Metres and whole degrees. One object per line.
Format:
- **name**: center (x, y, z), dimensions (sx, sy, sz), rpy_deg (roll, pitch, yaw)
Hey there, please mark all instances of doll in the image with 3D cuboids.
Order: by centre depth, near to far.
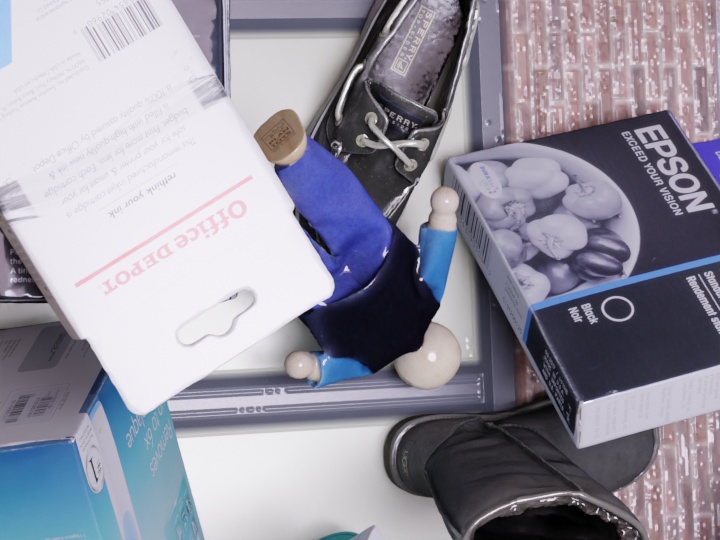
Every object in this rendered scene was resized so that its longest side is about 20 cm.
- **doll**: center (0.000, 0.000, 1.209), dimensions (0.136, 0.048, 0.200), rpy_deg (-44, 127, -6)

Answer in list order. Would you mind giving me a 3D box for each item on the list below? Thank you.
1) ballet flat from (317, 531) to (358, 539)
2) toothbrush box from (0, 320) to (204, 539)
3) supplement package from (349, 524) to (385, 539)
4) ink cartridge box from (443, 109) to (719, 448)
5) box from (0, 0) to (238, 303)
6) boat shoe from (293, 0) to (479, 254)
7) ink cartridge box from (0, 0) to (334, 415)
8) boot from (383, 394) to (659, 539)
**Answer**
- **ballet flat**: center (-0.062, 0.227, 1.225), dimensions (0.200, 0.067, 0.071), rpy_deg (-37, 123, -13)
- **toothbrush box**: center (-0.141, 0.143, 1.117), dimensions (0.085, 0.146, 0.201), rpy_deg (-7, 112, 12)
- **supplement package**: center (0.011, 0.260, 1.105), dimensions (0.111, 0.156, 0.200), rpy_deg (-36, 97, 18)
- **ink cartridge box**: center (0.174, -0.007, 1.239), dimensions (0.199, 0.043, 0.198), rpy_deg (-13, 49, -16)
- **box**: center (-0.141, -0.081, 1.129), dimensions (0.123, 0.200, 0.197), rpy_deg (1, 89, -15)
- **boat shoe**: center (0.012, -0.085, 1.243), dimensions (0.071, 0.064, 0.201), rpy_deg (22, 84, -15)
- **ink cartridge box**: center (-0.112, -0.047, 0.998), dimensions (0.116, 0.068, 0.200), rpy_deg (-32, 96, -11)
- **boot**: center (0.112, 0.116, 1.197), dimensions (0.181, 0.200, 0.073), rpy_deg (-8, 95, -15)
